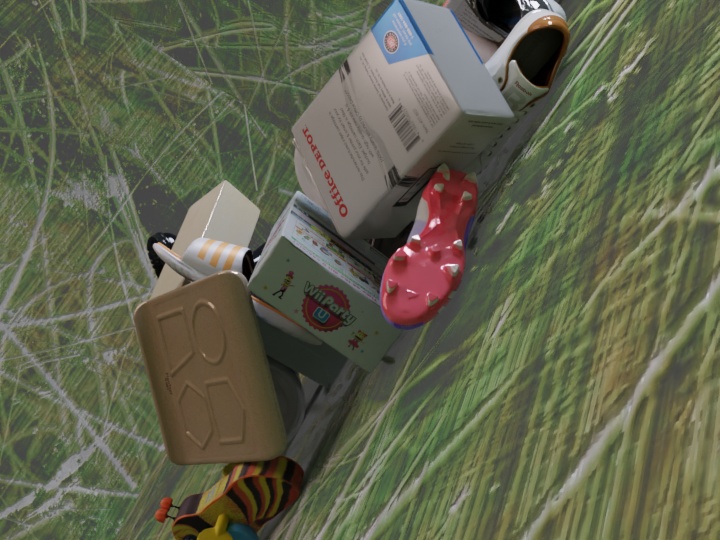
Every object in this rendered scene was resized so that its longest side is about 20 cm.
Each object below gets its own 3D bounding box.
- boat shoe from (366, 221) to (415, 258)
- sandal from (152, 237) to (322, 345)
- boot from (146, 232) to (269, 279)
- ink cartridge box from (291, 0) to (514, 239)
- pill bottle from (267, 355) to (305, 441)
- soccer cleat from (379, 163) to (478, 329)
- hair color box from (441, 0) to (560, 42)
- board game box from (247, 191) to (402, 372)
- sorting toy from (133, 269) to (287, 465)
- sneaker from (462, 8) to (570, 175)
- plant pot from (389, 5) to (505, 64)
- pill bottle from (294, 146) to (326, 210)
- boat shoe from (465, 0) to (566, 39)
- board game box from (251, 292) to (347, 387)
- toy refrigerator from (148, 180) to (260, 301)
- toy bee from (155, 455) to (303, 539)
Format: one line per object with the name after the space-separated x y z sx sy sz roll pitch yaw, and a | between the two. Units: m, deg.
0.000 0.000 1.142 0.200 0.057 0.067 -54 11 31 | boat shoe
-0.121 0.010 0.971 0.060 0.205 0.079 -61 -4 -7 | sandal
-0.178 0.001 1.254 0.168 0.201 0.076 -39 15 -31 | boot
0.035 -0.146 0.919 0.084 0.147 0.200 -4 -30 -44 | ink cartridge box
-0.130 0.154 1.144 0.116 0.115 0.200 -58 6 -3 | pill bottle
0.065 -0.013 0.835 0.077 0.066 0.201 98 -170 -49 | soccer cleat
0.185 -0.350 1.139 0.200 0.110 0.064 -46 13 51 | hair color box
-0.030 0.005 0.942 0.064 0.147 0.200 -52 9 12 | board game box
-0.155 0.106 0.944 0.036 0.187 0.199 -13 -3 -43 | sorting toy
0.135 -0.169 0.908 0.201 0.072 0.085 -57 11 16 | sneaker
0.079 -0.210 1.045 0.201 0.174 0.200 -55 8 12 | plant pot
0.021 -0.153 1.160 0.199 0.110 0.110 -27 -14 -39 | pill bottle
0.156 -0.303 1.022 0.200 0.056 0.069 54 136 49 | boat shoe
-0.108 0.061 1.120 0.065 0.147 0.200 -58 21 -3 | board game box
-0.185 -0.009 1.096 0.076 0.070 0.201 -31 31 33 | toy refrigerator
-0.150 0.256 0.933 0.201 0.108 0.131 -58 10 3 | toy bee
